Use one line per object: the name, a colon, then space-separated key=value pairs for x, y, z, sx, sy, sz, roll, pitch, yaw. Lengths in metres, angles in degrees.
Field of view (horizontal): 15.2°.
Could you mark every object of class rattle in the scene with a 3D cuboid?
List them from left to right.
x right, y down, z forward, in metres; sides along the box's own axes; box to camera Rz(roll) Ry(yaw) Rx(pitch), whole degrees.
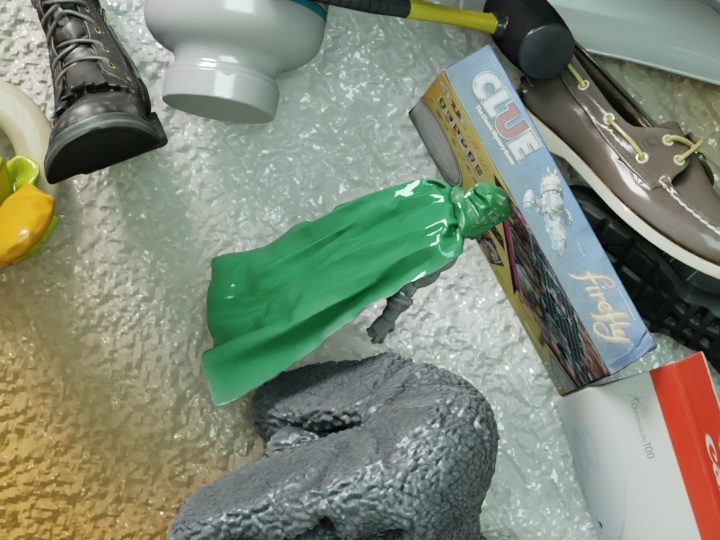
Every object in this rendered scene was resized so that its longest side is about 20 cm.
rattle: x=-0.254 y=-0.091 z=1.568 sx=0.130 sy=0.143 sz=0.201 roll=-20 pitch=91 yaw=9

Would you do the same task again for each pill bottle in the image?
pill bottle: x=-0.068 y=-0.193 z=1.616 sx=0.110 sy=0.111 sz=0.201 roll=11 pitch=82 yaw=-6

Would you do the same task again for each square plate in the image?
square plate: x=0.171 y=-0.225 z=1.693 sx=0.199 sy=0.028 sz=0.199 roll=12 pitch=82 yaw=-6

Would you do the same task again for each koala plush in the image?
koala plush: x=0.026 y=0.168 z=1.551 sx=0.201 sy=0.183 sz=0.178 roll=61 pitch=37 yaw=-22

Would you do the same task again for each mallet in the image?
mallet: x=0.037 y=-0.149 z=1.583 sx=0.199 sy=0.066 sz=0.041 roll=4 pitch=119 yaw=-33

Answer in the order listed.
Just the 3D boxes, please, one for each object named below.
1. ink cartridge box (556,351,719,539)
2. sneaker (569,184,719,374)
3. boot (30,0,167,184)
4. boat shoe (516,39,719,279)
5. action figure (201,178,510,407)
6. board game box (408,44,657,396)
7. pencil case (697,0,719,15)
ink cartridge box: x=0.177 y=0.137 z=1.558 sx=0.047 sy=0.200 sz=0.161 roll=-15 pitch=84 yaw=-10
sneaker: x=0.203 y=0.005 z=1.656 sx=0.199 sy=0.076 sz=0.079 roll=34 pitch=50 yaw=4
boot: x=-0.173 y=-0.144 z=1.560 sx=0.069 sy=0.200 sz=0.175 roll=-20 pitch=93 yaw=1
boat shoe: x=0.170 y=-0.066 z=1.610 sx=0.200 sy=0.072 sz=0.060 roll=43 pitch=110 yaw=33
action figure: x=0.000 y=0.000 z=1.572 sx=0.199 sy=0.055 sz=0.119 roll=-27 pitch=47 yaw=23
board game box: x=0.099 y=-0.026 z=1.603 sx=0.034 sy=0.135 sz=0.201 roll=-28 pitch=87 yaw=-10
pencil case: x=0.189 y=-0.229 z=1.639 sx=0.200 sy=0.083 sz=0.091 roll=35 pitch=100 yaw=-3
